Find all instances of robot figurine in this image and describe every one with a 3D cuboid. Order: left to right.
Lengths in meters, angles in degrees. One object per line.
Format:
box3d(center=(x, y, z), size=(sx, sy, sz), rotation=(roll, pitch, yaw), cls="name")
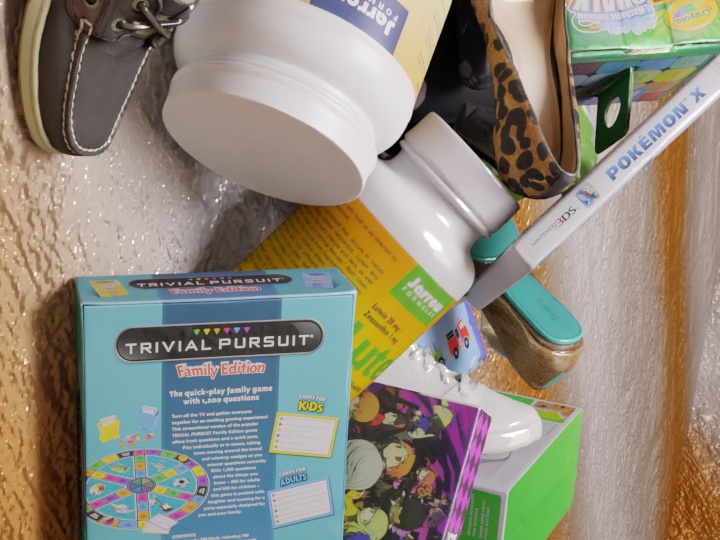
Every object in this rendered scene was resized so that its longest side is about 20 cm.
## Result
box3d(center=(0.053, -0.177, 0.956), size=(0.125, 0.150, 0.201), rotation=(-28, 122, -51), cls="robot figurine")

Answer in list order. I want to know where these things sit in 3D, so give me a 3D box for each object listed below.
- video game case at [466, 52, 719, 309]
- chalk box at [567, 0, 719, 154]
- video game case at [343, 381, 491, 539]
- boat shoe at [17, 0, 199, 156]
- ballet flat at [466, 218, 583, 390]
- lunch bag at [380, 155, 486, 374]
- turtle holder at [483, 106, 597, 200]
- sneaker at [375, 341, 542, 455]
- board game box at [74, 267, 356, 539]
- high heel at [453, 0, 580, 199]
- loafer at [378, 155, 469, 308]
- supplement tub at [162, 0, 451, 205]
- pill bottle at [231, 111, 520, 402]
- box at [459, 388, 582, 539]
box3d(center=(0.152, -0.052, 0.886), size=(0.182, 0.022, 0.200), rotation=(-42, 177, -9), cls="video game case")
box3d(center=(0.176, -0.188, 0.959), size=(0.124, 0.123, 0.201), rotation=(141, -58, -74), cls="chalk box")
box3d(center=(-0.027, 0.166, 0.869), size=(0.036, 0.180, 0.201), rotation=(45, 60, -62), cls="video game case")
box3d(center=(-0.110, -0.145, 0.650), size=(0.072, 0.066, 0.202), rotation=(-12, 124, -63), cls="boat shoe")
box3d(center=(0.103, 0.014, 1.024), size=(0.067, 0.200, 0.073), rotation=(-6, 135, -30), cls="ballet flat")
box3d(center=(0.017, 0.002, 1.041), size=(0.150, 0.094, 0.201), rotation=(-33, 117, -57), cls="lunch bag")
box3d(center=(0.145, -0.124, 1.187), size=(0.185, 0.140, 0.133), rotation=(17, 68, -57), cls="turtle holder")
box3d(center=(0.032, 0.075, 0.939), size=(0.075, 0.199, 0.089), rotation=(-22, 121, -82), cls="sneaker")
box3d(center=(-0.084, 0.102, 0.760), size=(0.047, 0.150, 0.201), rotation=(-132, -137, -66), cls="board game box")
box3d(center=(0.113, -0.148, 0.801), size=(0.143, 0.071, 0.201), rotation=(-131, -133, -62), cls="high heel")
box3d(center=(0.007, -0.050, 0.916), size=(0.200, 0.070, 0.070), rotation=(52, 49, -25), cls="loafer")
box3d(center=(-0.023, -0.154, 0.781), size=(0.145, 0.144, 0.201), rotation=(55, 50, -59), cls="supplement tub")
box3d(center=(0.000, 0.000, 0.833), size=(0.200, 0.111, 0.111), rotation=(-43, 155, 5), cls="pill bottle")
box3d(center=(0.065, 0.166, 1.081), size=(0.200, 0.176, 0.097), rotation=(-26, 124, -61), cls="box")
